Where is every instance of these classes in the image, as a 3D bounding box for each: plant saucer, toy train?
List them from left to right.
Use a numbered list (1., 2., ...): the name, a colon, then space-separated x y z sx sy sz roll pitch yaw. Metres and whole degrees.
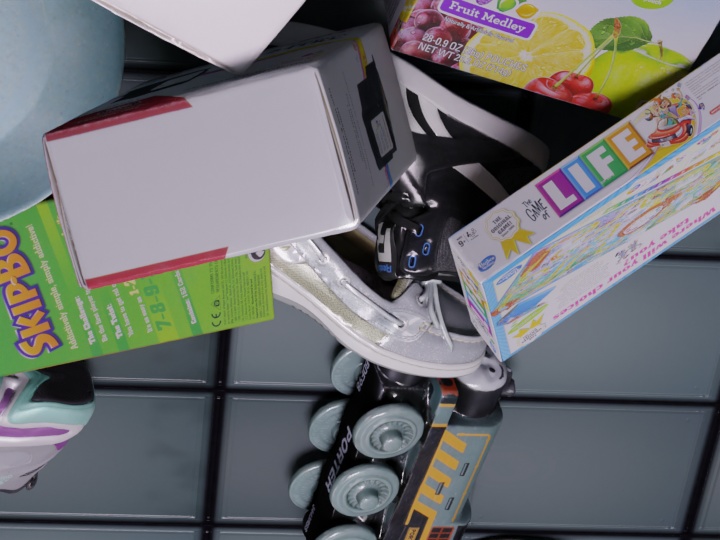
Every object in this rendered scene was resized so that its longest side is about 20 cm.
1. plant saucer: -0.228 -0.122 1.324 0.200 0.039 0.202 0 92 -14
2. toy train: 0.026 0.121 1.581 0.113 0.085 0.201 2 130 -23

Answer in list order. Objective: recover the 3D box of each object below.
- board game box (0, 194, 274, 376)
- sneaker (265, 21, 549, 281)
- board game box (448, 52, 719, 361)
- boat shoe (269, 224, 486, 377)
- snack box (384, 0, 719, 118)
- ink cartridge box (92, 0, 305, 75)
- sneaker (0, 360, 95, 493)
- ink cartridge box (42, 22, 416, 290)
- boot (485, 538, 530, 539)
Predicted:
1. board game box: -0.145 -0.001 1.380 0.199 0.030 0.096 -12 109 -27
2. sneaker: 0.013 -0.056 1.392 0.199 0.112 0.073 24 167 -25
3. board game box: 0.147 -0.037 1.396 0.200 0.034 0.135 -34 158 -6
4. boat shoe: -0.001 -0.001 1.475 0.201 0.075 0.065 31 121 -17
5. snack box: 0.126 -0.190 1.324 0.168 0.068 0.200 14 127 -18
6. ink cartridge box: -0.078 -0.228 1.186 0.144 0.201 0.147 27 124 -25
7. sneaker: -0.279 0.094 1.527 0.199 0.078 0.140 21 125 -21
8. ink cartridge box: -0.062 -0.063 1.263 0.145 0.200 0.083 -13 100 12
9. boot: 0.066 0.257 1.648 0.199 0.151 0.073 0 131 -5
